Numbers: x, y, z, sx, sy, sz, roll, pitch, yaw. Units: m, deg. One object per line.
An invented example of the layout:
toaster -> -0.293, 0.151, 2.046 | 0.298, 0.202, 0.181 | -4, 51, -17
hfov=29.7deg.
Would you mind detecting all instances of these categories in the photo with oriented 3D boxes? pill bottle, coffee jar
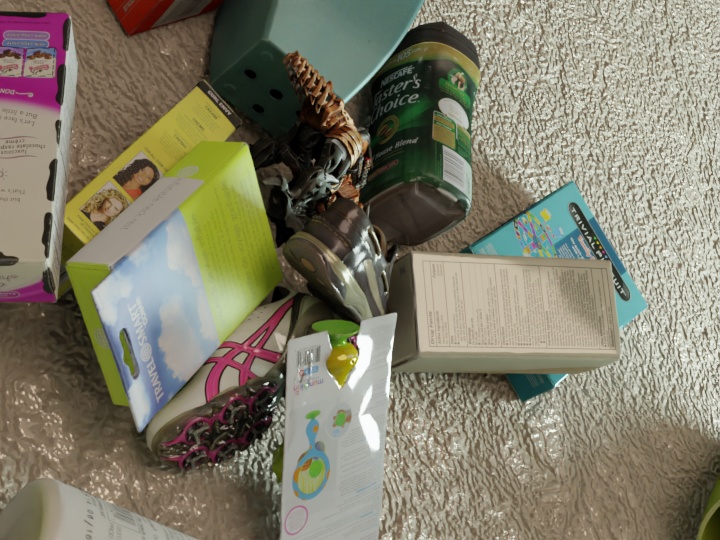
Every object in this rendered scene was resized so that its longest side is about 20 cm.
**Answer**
pill bottle -> -0.140, 0.220, 0.866 | 0.199, 0.114, 0.115 | 29, 50, -27
coffee jar -> 0.055, -0.129, 1.245 | 0.085, 0.104, 0.201 | 30, 49, -30

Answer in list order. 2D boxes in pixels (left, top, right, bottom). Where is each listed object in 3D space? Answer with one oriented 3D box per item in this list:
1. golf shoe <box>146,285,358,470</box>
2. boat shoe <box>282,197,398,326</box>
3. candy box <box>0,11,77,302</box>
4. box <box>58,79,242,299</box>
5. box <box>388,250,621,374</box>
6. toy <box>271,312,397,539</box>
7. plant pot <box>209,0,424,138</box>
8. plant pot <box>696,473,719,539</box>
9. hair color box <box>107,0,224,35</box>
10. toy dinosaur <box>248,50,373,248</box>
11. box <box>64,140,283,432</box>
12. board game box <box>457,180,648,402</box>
golf shoe -> -0.095, 0.080, 1.031 | 0.092, 0.073, 0.200 | 35, 44, 23
boat shoe -> 0.000, 0.000, 1.075 | 0.074, 0.200, 0.073 | 38, 83, 16
candy box -> -0.267, -0.079, 0.915 | 0.135, 0.061, 0.201 | 1, 61, -4
box -> -0.172, -0.064, 1.028 | 0.050, 0.075, 0.200 | 46, 46, -10
box -> 0.120, 0.039, 1.181 | 0.199, 0.078, 0.096 | 4, 75, -22
toy -> -0.030, 0.132, 1.024 | 0.115, 0.047, 0.201 | -13, 116, -46
plant pot -> -0.041, -0.221, 1.188 | 0.141, 0.141, 0.201 | 37, 50, -21
plant pot -> 0.435, 0.226, 1.357 | 0.187, 0.187, 0.200 | 48, 29, -11
hair color box -> -0.195, -0.310, 1.152 | 0.111, 0.064, 0.201 | -30, 87, -46
toy dinosaur -> -0.045, -0.090, 1.110 | 0.136, 0.102, 0.201 | -39, 121, -26
box -> -0.133, 0.007, 0.973 | 0.200, 0.047, 0.123 | -50, 136, -46
board game box -> 0.182, 0.016, 1.319 | 0.200, 0.047, 0.152 | -30, 89, -47
